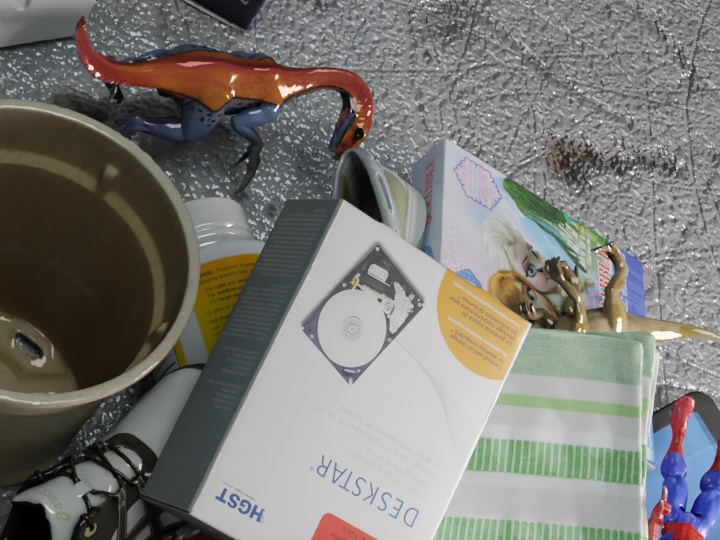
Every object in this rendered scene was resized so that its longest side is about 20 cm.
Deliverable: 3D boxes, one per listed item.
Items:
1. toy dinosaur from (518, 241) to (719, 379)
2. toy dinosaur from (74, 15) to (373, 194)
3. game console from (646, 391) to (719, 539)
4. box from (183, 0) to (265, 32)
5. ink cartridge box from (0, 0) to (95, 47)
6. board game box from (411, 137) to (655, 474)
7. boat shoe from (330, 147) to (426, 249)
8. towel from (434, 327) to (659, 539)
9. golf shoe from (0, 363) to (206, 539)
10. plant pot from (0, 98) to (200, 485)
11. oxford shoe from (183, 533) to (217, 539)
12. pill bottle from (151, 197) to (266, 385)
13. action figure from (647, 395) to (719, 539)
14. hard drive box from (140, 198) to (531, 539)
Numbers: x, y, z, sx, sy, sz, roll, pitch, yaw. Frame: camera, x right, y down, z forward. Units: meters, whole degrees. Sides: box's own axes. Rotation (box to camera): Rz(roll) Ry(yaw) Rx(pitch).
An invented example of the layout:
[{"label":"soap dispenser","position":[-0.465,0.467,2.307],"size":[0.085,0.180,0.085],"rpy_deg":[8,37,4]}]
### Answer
[{"label":"toy dinosaur","position":[0.166,0.037,1.288],"size":[0.199,0.058,0.102],"rpy_deg":[-12,83,-43]},{"label":"toy dinosaur","position":[-0.084,-0.115,1.286],"size":[0.180,0.200,0.106],"rpy_deg":[-9,81,5]},{"label":"game console","position":[0.245,0.184,1.291],"size":[0.199,0.175,0.117],"rpy_deg":[-24,111,-33]},{"label":"box","position":[-0.071,-0.300,1.354],"size":[0.104,0.200,0.149],"rpy_deg":[28,56,-9]},{"label":"ink cartridge box","position":[-0.244,-0.279,1.293],"size":[0.083,0.145,0.201],"rpy_deg":[-11,68,-29]},{"label":"board game box","position":[0.121,0.030,1.312],"size":[0.199,0.041,0.201],"rpy_deg":[29,41,-24]},{"label":"boat shoe","position":[0.001,-0.001,1.236],"size":[0.065,0.074,0.203],"rpy_deg":[44,35,-27]},{"label":"towel","position":[0.112,0.136,1.176],"size":[0.151,0.023,0.202],"rpy_deg":[4,83,-2]},{"label":"golf shoe","position":[-0.149,0.135,1.093],"size":[0.078,0.095,0.200],"rpy_deg":[34,82,21]},{"label":"plant pot","position":[-0.215,0.032,1.108],"size":[0.199,0.184,0.202],"rpy_deg":[10,56,-16]},{"label":"oxford shoe","position":[-0.121,0.199,1.100],"size":[0.200,0.073,0.071],"rpy_deg":[36,34,-64]},{"label":"pill bottle","position":[-0.082,0.057,1.206],"size":[0.109,0.109,0.201],"rpy_deg":[-8,64,-29]},{"label":"action figure","position":[0.226,0.150,1.239],"size":[0.065,0.099,0.201],"rpy_deg":[21,44,4]},{"label":"hard drive box","position":[-0.012,0.082,1.095],"size":[0.155,0.077,0.201],"rpy_deg":[31,77,-26]}]
